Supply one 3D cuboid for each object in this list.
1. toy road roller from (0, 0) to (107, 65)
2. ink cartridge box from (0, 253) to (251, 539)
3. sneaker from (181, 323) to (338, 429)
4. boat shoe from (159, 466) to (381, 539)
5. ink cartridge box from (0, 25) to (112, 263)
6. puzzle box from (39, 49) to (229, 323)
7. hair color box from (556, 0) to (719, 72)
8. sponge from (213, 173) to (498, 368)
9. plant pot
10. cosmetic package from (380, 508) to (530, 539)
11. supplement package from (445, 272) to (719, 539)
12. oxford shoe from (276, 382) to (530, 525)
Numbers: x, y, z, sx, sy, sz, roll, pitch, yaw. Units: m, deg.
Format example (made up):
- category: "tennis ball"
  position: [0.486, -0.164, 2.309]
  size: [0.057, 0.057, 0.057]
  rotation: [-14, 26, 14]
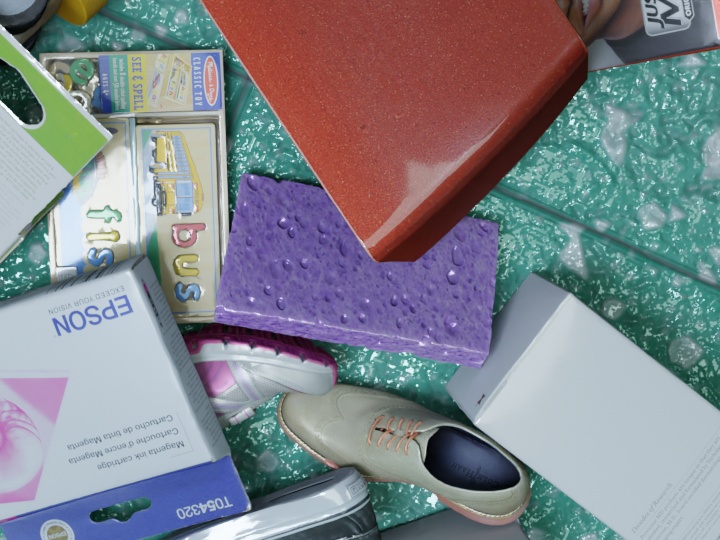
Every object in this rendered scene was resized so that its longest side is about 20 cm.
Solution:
- category: "toy road roller"
  position: [-0.248, -0.247, 0.898]
  size: [0.200, 0.123, 0.146]
  rotation: [46, 74, -9]
- category: "ink cartridge box"
  position: [-0.200, 0.110, 0.930]
  size: [0.195, 0.043, 0.201]
  rotation: [-18, 103, 15]
- category: "sneaker"
  position: [-0.115, 0.087, 0.978]
  size: [0.199, 0.081, 0.089]
  rotation: [-1, 100, 3]
- category: "boat shoe"
  position: [-0.079, 0.207, 0.973]
  size: [0.199, 0.072, 0.071]
  rotation: [-21, 92, 20]
- category: "ink cartridge box"
  position: [-0.262, -0.088, 0.896]
  size: [0.148, 0.076, 0.200]
  rotation: [45, 117, -10]
- category: "puzzle box"
  position: [-0.161, -0.059, 0.976]
  size: [0.132, 0.025, 0.201]
  rotation: [-3, 98, -7]
- category: "hair color box"
  position: [0.170, -0.190, 0.928]
  size: [0.199, 0.061, 0.102]
  rotation: [-8, 100, 31]
- category: "sponge"
  position: [0.000, 0.000, 0.973]
  size: [0.199, 0.030, 0.112]
  rotation: [10, 63, -7]
- category: "plant pot"
  position: [0.039, -0.136, 0.869]
  size: [0.176, 0.200, 0.200]
  rotation: [-34, 85, 8]
- category: "cosmetic package"
  position: [0.035, 0.248, 0.997]
  size: [0.199, 0.107, 0.091]
  rotation: [-15, 105, -3]
- category: "supplement package"
  position: [0.180, 0.111, 0.991]
  size: [0.200, 0.117, 0.118]
  rotation: [37, 93, -10]
- category: "oxford shoe"
  position: [0.032, 0.120, 0.977]
  size: [0.199, 0.074, 0.071]
  rotation: [17, 69, 9]
